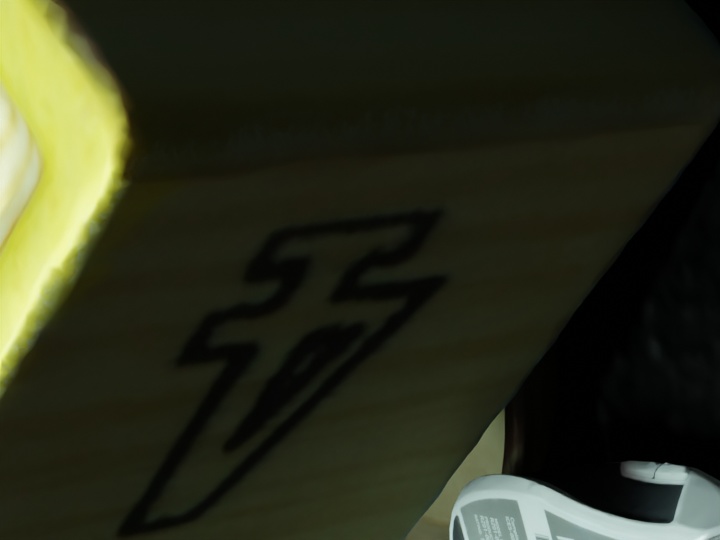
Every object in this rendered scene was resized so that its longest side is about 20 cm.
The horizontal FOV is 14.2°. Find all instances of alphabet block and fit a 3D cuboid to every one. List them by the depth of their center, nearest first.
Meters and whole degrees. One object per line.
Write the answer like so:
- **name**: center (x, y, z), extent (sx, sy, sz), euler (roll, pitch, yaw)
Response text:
- **alphabet block**: center (-0.066, -0.040, 0.722), extent (0.196, 0.199, 0.197), euler (53, 129, 28)

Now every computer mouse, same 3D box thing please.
- **computer mouse**: center (0.096, 0.082, 0.729), extent (0.200, 0.044, 0.110), euler (8, 118, 54)

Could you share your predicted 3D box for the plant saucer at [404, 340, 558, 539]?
- **plant saucer**: center (0.000, 0.000, 0.867), extent (0.200, 0.029, 0.201), euler (39, 138, 47)
